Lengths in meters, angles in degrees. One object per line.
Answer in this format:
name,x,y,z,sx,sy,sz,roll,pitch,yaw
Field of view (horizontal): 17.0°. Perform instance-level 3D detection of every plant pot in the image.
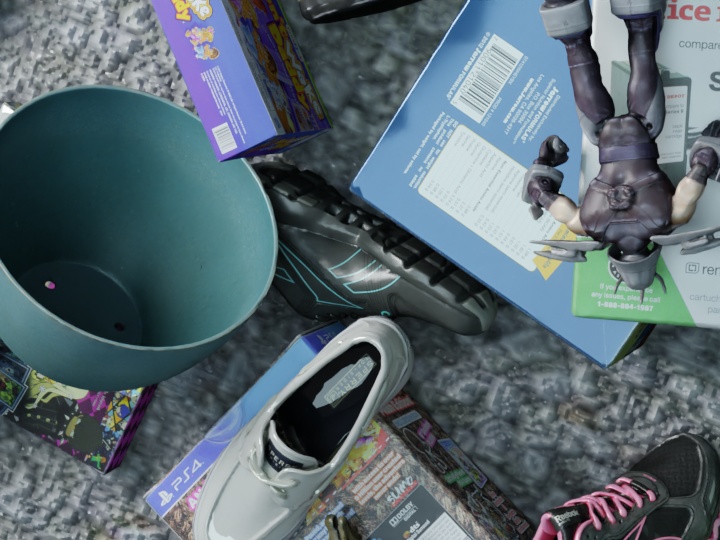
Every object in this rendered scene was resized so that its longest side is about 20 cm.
plant pot,-0.168,0.000,1.564,0.200,0.200,0.135,43,140,8

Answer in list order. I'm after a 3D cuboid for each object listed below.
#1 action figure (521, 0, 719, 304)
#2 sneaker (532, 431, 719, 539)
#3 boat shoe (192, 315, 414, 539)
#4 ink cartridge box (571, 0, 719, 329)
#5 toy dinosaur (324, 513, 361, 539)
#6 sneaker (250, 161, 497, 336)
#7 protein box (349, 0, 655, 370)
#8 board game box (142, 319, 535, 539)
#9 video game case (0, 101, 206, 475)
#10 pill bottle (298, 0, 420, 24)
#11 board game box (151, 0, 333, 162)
action figure,0.147,-0.081,1.330,0.129,0.069,0.202,-6,96,11
sneaker,0.155,0.171,1.531,0.200,0.096,0.079,-47,40,-15
boat shoe,-0.042,0.113,1.522,0.072,0.066,0.200,46,103,7
ink cartridge box,0.202,-0.071,1.392,0.145,0.084,0.202,4,96,15
toy dinosaur,0.032,0.247,1.531,0.101,0.058,0.202,-14,85,31
sneaker,0.000,0.000,1.609,0.199,0.075,0.080,29,113,19
protein box,0.139,-0.079,1.522,0.199,0.135,0.199,35,102,10
board game box,-0.013,0.162,1.604,0.159,0.097,0.200,-45,83,14
video game case,-0.208,0.012,1.675,0.180,0.036,0.201,28,102,11
pill bottle,-0.008,-0.269,1.557,0.111,0.112,0.201,-14,92,16
board game box,-0.093,-0.174,1.576,0.045,0.134,0.201,-23,89,15
